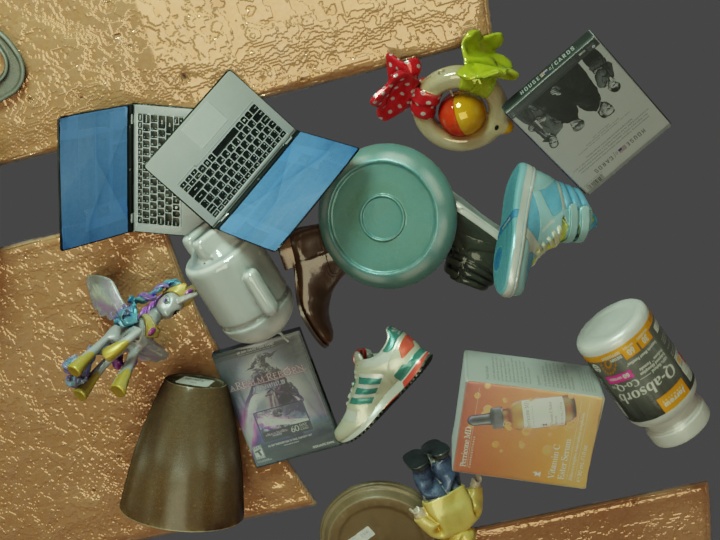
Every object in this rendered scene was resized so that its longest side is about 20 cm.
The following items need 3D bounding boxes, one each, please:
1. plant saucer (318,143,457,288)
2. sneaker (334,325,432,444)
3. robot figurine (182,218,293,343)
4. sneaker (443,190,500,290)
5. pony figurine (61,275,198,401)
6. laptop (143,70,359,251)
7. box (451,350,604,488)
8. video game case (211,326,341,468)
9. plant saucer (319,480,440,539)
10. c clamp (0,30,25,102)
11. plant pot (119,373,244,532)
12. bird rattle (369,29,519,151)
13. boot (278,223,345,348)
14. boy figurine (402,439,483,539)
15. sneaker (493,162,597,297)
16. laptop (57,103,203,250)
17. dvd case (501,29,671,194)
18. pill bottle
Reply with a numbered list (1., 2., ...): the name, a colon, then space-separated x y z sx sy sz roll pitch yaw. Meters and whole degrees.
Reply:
1. plant saucer: 0.033 -0.073 1.619 0.199 0.027 0.201 2 97 16
2. sneaker: 0.014 0.166 1.756 0.093 0.070 0.200 44 110 7
3. robot figurine: -0.168 0.020 1.659 0.113 0.169 0.200 -37 115 -14
4. sneaker: 0.132 -0.045 1.657 0.200 0.071 0.099 36 104 -14
5. pony figurine: -0.333 0.094 1.677 0.193 0.200 0.167 -11 122 45
6. laptop: -0.146 -0.150 1.570 0.200 0.116 0.188 42 71 -10
7. box: 0.240 0.217 1.729 0.199 0.106 0.153 7 111 1
8. video game case: -0.125 0.195 1.794 0.142 0.019 0.201 -16 109 10
9. plant saucer: 0.033 0.425 1.863 0.199 0.029 0.201 2 111 4
10. c clamp: -0.572 -0.290 1.640 0.199 0.027 0.171 -21 107 12
11. plant pot: -0.255 0.261 1.758 0.186 0.187 0.201 7 96 1
12. bird rattle: 0.121 -0.225 1.582 0.199 0.113 0.163 -22 124 15
13. boot: 0.000 0.000 1.692 0.199 0.064 0.187 -19 106 6
14. boy figurine: 0.137 0.358 1.811 0.124 0.064 0.201 -29 111 -15
15. sneaker: 0.255 -0.044 1.602 0.130 0.201 0.080 17 156 -9
16. laptop: -0.301 -0.124 1.628 0.199 0.116 0.188 5 111 2
17. dvd case: 0.303 -0.205 1.572 0.150 0.025 0.200 -40 128 16
18. pill bottle: 0.407 0.149 1.687 0.116 0.116 0.200 -34 104 15
